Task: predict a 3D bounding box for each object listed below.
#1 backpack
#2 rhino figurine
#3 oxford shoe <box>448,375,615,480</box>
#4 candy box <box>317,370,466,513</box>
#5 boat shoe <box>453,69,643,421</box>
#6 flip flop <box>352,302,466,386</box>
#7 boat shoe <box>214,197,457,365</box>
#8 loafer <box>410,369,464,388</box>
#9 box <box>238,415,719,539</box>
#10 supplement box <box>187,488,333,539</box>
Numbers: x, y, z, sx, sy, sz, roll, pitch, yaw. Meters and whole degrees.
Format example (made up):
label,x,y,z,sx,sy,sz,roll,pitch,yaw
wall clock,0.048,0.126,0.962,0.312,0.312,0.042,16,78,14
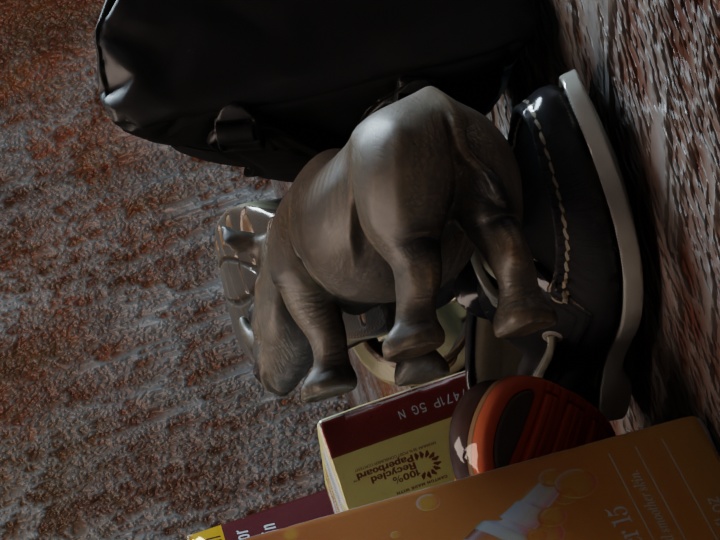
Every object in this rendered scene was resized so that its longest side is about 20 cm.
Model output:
label,x,y,z,sx,sy,sz,roll,pitch,yaw
backpack,-0.013,-0.095,0.935,0.200,0.162,0.155,62,-163,-72
rhino figurine,-0.001,-0.002,0.830,0.200,0.059,0.088,-29,69,62
oxford shoe,0.058,0.093,0.885,0.072,0.072,0.200,-64,-29,-21
candy box,0.042,0.095,1.165,0.200,0.115,0.056,90,162,-78
boat shoe,0.062,0.001,0.848,0.200,0.060,0.074,82,174,-64
flip flop,0.029,0.013,1.043,0.081,0.057,0.200,55,158,-4
boat shoe,0.000,0.000,0.975,0.200,0.073,0.075,-5,96,66
loafer,0.024,-0.011,1.156,0.068,0.070,0.201,-59,-26,-34
box,0.039,0.143,0.763,0.125,0.198,0.098,-115,13,-51
supplement box,0.026,0.231,1.383,0.198,0.199,0.133,-113,6,-50
